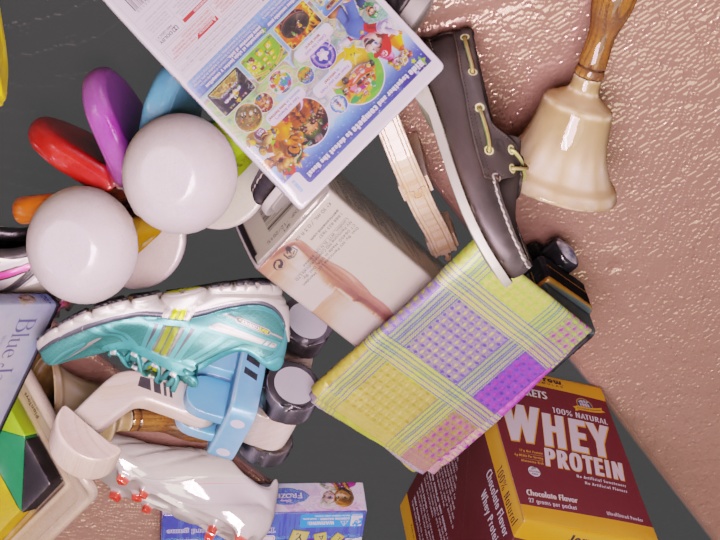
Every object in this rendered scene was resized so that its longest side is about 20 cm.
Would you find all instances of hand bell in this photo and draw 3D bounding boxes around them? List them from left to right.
[{"bbox_3d":[-0.194,0.133,1.275,0.198,0.105,0.105,10,127,-31],"label":"hand bell"},{"bbox_3d":[0.175,-0.158,1.096,0.103,0.104,0.202,8,114,-15],"label":"hand bell"}]

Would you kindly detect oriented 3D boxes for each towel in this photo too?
[{"bbox_3d":[0.068,0.074,1.149,0.143,0.023,0.200,36,112,-28],"label":"towel"}]

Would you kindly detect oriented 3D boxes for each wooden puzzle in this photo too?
[{"bbox_3d":[-0.316,0.159,1.206,0.200,0.186,0.037,-45,159,31],"label":"wooden puzzle"}]

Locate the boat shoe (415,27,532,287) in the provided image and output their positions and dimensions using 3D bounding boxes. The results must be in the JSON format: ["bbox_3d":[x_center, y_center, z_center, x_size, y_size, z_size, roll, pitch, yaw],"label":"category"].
[{"bbox_3d":[0.089,-0.088,1.067,0.060,0.203,0.072,-23,161,7],"label":"boat shoe"}]

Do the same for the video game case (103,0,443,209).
[{"bbox_3d":[-0.060,-0.164,0.997,0.143,0.018,0.200,-44,94,-3],"label":"video game case"}]

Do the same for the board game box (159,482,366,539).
[{"bbox_3d":[-0.102,0.294,1.433,0.197,0.041,0.201,0,128,-9],"label":"board game box"}]

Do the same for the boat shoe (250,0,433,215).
[{"bbox_3d":[-0.025,-0.134,1.044,0.060,0.074,0.201,36,96,3],"label":"boat shoe"}]

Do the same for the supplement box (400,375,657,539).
[{"bbox_3d":[0.145,0.231,1.321,0.131,0.198,0.201,12,125,-19],"label":"supplement box"}]

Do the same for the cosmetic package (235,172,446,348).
[{"bbox_3d":[0.000,0.000,1.166,0.087,0.104,0.200,-45,121,9],"label":"cosmetic package"}]

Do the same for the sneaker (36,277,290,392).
[{"bbox_3d":[-0.152,0.055,1.115,0.197,0.078,0.081,-7,90,0],"label":"sneaker"}]

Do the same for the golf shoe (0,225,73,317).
[{"bbox_3d":[-0.327,-0.005,1.143,0.197,0.073,0.093,-8,122,-12],"label":"golf shoe"}]

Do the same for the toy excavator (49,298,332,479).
[{"bbox_3d":[-0.139,0.099,1.184,0.198,0.196,0.100,17,142,-10],"label":"toy excavator"}]

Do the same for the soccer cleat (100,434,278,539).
[{"bbox_3d":[-0.170,0.188,1.328,0.198,0.078,0.069,27,149,-6],"label":"soccer cleat"}]

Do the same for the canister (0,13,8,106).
[{"bbox_3d":[-0.351,-0.173,0.991,0.197,0.087,0.150,-5,129,-7],"label":"canister"}]

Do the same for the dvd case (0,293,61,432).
[{"bbox_3d":[-0.324,0.081,1.073,0.199,0.017,0.144,1,121,-57],"label":"dvd case"}]

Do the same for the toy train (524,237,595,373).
[{"bbox_3d":[0.113,0.060,1.233,0.085,0.115,0.200,34,117,-30],"label":"toy train"}]

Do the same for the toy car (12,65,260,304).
[{"bbox_3d":[-0.170,-0.075,1.070,0.199,0.175,0.151,-34,87,11],"label":"toy car"}]

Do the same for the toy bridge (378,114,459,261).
[{"bbox_3d":[0.039,-0.081,1.140,0.027,0.068,0.201,-20,128,8],"label":"toy bridge"}]
